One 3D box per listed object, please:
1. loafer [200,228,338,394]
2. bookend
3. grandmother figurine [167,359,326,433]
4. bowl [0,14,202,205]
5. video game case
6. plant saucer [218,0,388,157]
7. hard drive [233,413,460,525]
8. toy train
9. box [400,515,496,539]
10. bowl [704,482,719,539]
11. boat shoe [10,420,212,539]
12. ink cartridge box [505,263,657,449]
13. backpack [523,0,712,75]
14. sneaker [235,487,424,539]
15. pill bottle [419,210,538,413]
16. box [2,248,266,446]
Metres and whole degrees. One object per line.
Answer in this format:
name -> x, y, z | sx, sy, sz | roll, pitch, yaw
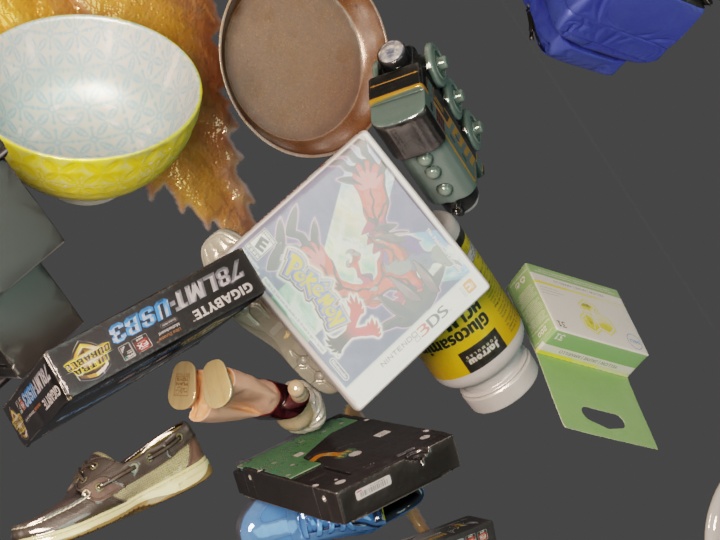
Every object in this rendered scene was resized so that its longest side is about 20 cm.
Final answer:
loafer -> -0.079, 0.037, 1.393 | 0.070, 0.070, 0.200 | -37, 102, 15
bookend -> -0.305, 0.008, 1.163 | 0.092, 0.198, 0.201 | -43, 112, -27
grandmother figurine -> -0.099, 0.124, 1.346 | 0.199, 0.120, 0.061 | 22, 76, -56
bowl -> -0.241, -0.123, 1.247 | 0.199, 0.200, 0.108 | -24, 144, -30
video game case -> 0.000, 0.000, 1.361 | 0.182, 0.023, 0.200 | -42, 100, -12
plant saucer -> -0.060, -0.213, 1.422 | 0.199, 0.034, 0.203 | 0, 90, -34
hard drive -> -0.017, 0.186, 1.347 | 0.139, 0.199, 0.038 | -22, 103, -32
toy train -> 0.068, -0.140, 1.434 | 0.200, 0.084, 0.115 | 53, 29, -48
box -> 0.062, 0.362, 1.485 | 0.199, 0.048, 0.160 | -12, 95, -32
bowl -> 0.528, 0.333, 1.763 | 0.199, 0.090, 0.203 | 0, 90, -33
boat shoe -> -0.232, 0.196, 1.291 | 0.199, 0.073, 0.065 | -21, 90, -35
ink cartridge box -> 0.251, 0.091, 1.543 | 0.145, 0.048, 0.201 | 16, 37, -32
backpack -> 0.254, -0.333, 1.553 | 0.161, 0.168, 0.201 | 16, 49, -35
sneaker -> -0.027, 0.236, 1.413 | 0.199, 0.078, 0.067 | -11, 97, -31
pill bottle -> 0.099, 0.047, 1.475 | 0.112, 0.112, 0.201 | -46, 112, -25
box -> -0.200, 0.068, 1.230 | 0.199, 0.198, 0.050 | -30, 86, -30
